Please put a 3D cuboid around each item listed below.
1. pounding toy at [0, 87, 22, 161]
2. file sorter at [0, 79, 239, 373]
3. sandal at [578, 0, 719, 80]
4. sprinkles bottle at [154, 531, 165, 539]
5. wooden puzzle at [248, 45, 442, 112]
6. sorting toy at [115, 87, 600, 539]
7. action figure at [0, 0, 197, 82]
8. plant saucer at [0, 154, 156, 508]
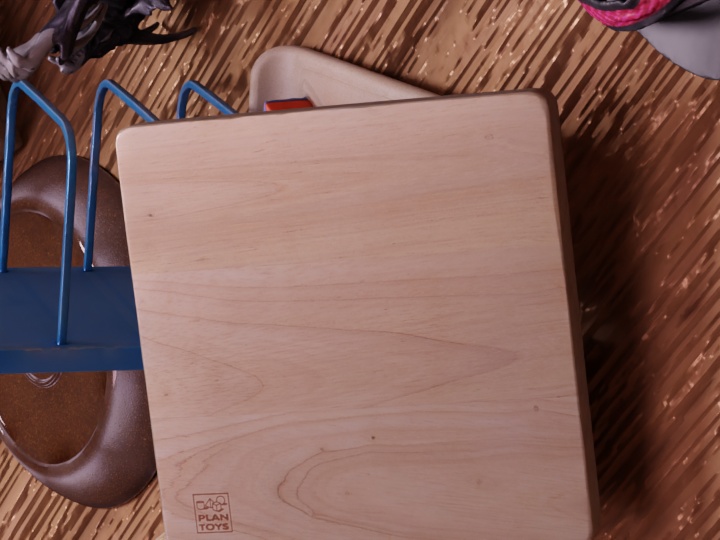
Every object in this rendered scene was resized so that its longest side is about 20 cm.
[{"bbox_3d":[-0.297,-0.098,1.688,0.142,0.200,0.185,-32,69,20],"label":"pounding toy"},{"bbox_3d":[-0.161,-0.026,1.472,0.139,0.199,0.123,-140,52,-64],"label":"file sorter"},{"bbox_3d":[0.108,-0.136,1.253,0.200,0.045,0.075,37,125,42],"label":"sandal"},{"bbox_3d":[-0.095,0.172,1.558,0.200,0.068,0.068,-41,64,48],"label":"sprinkles bottle"},{"bbox_3d":[0.000,0.000,1.419,0.200,0.046,0.186,21,113,48],"label":"wooden puzzle"},{"bbox_3d":[0.006,0.021,1.329,0.199,0.070,0.200,-4,100,18],"label":"sorting toy"},{"bbox_3d":[-0.176,-0.152,1.492,0.102,0.200,0.119,-55,36,-8],"label":"action figure"},{"bbox_3d":[-0.169,0.036,1.660,0.200,0.032,0.201,11,104,51],"label":"plant saucer"}]
